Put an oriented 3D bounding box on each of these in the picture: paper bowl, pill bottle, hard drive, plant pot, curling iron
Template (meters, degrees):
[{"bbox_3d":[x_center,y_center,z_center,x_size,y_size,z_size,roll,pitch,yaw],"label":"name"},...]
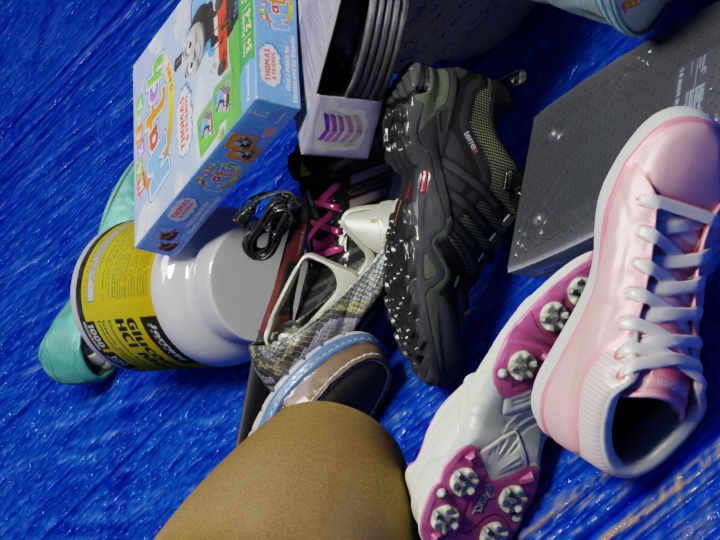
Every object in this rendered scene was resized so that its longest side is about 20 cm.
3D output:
[{"bbox_3d":[0.064,-0.227,1.851,0.201,0.104,0.202,-42,31,32],"label":"paper bowl"},{"bbox_3d":[-0.118,0.013,1.907,0.200,0.112,0.113,-7,56,59],"label":"pill bottle"},{"bbox_3d":[0.171,-0.075,1.569,0.200,0.042,0.136,-30,38,44],"label":"hard drive"},{"bbox_3d":[-0.038,0.175,1.554,0.186,0.186,0.201,-36,20,38],"label":"plant pot"},{"bbox_3d":[-0.067,0.037,1.800,0.026,0.049,0.201,-68,-14,-67],"label":"curling iron"}]

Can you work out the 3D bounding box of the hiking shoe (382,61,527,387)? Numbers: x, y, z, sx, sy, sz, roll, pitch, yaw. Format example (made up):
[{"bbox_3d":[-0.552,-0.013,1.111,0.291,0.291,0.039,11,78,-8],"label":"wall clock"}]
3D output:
[{"bbox_3d":[0.069,-0.028,1.659,0.076,0.100,0.202,-179,89,-76],"label":"hiking shoe"}]

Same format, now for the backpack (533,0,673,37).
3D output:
[{"bbox_3d":[0.170,-0.238,1.569,0.153,0.176,0.201,31,77,24],"label":"backpack"}]

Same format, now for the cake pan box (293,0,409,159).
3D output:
[{"bbox_3d":[-0.010,-0.199,1.708,0.201,0.052,0.185,-102,19,-48],"label":"cake pan box"}]

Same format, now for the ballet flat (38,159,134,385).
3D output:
[{"bbox_3d":[-0.180,0.003,2.101,0.070,0.067,0.201,18,77,39],"label":"ballet flat"}]

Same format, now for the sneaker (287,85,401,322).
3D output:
[{"bbox_3d":[-0.016,-0.047,1.817,0.074,0.087,0.201,-11,55,56],"label":"sneaker"}]

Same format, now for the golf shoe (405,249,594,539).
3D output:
[{"bbox_3d":[0.086,0.067,1.539,0.201,0.075,0.092,-56,23,4],"label":"golf shoe"}]

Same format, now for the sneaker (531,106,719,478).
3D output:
[{"bbox_3d":[0.162,0.019,1.437,0.201,0.075,0.105,-68,24,12],"label":"sneaker"}]

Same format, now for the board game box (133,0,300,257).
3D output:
[{"bbox_3d":[-0.099,-0.123,1.785,0.200,0.036,0.152,-47,39,50],"label":"board game box"}]

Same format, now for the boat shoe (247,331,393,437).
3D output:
[{"bbox_3d":[-0.037,0.133,1.701,0.201,0.072,0.072,-54,44,2],"label":"boat shoe"}]

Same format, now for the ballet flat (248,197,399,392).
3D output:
[{"bbox_3d":[0.000,0.000,1.732,0.200,0.072,0.072,-47,28,8],"label":"ballet flat"}]
